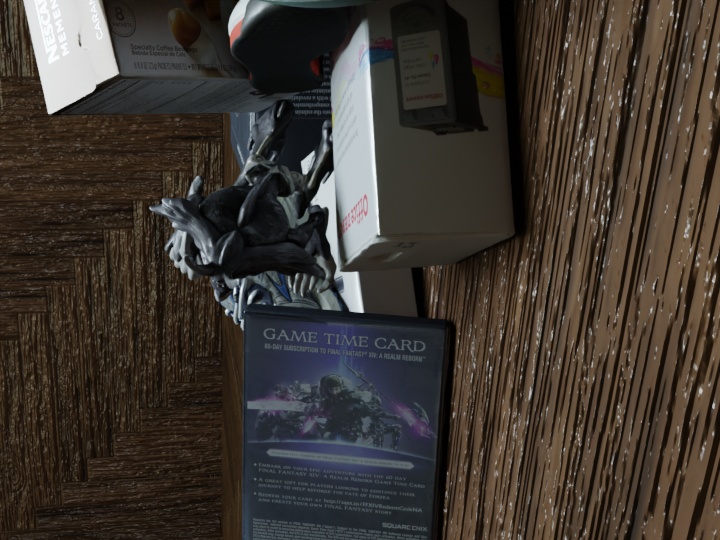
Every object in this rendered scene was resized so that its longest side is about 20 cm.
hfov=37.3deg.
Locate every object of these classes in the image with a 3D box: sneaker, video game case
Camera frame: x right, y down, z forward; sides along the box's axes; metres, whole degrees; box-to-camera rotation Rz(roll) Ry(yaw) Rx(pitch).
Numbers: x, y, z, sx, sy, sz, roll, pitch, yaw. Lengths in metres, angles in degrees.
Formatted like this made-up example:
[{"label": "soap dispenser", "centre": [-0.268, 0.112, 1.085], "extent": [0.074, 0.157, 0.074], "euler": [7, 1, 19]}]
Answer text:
[{"label": "sneaker", "centre": [-0.047, -0.178, 0.637], "extent": [0.201, 0.066, 0.110], "euler": [161, 106, -85]}, {"label": "video game case", "centre": [-0.014, 0.126, 0.753], "extent": [0.019, 0.140, 0.204], "euler": [-66, -21, -72]}, {"label": "sneaker", "centre": [-0.069, 0.026, 0.816], "extent": [0.078, 0.084, 0.202], "euler": [112, 146, -47]}]

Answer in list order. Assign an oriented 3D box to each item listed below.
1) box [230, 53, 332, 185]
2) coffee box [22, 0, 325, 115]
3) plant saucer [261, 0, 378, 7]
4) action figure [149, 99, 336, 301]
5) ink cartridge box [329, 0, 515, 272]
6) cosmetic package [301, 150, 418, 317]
[{"label": "box", "centre": [-0.051, -0.185, 0.948], "extent": [0.200, 0.122, 0.200], "euler": [-119, 31, -66]}, {"label": "coffee box", "centre": [-0.124, -0.173, 0.732], "extent": [0.079, 0.199, 0.116], "euler": [-16, 87, 37]}, {"label": "plant saucer", "centre": [0.005, -0.188, 0.531], "extent": [0.039, 0.198, 0.203], "euler": [66, -170, -49]}, {"label": "action figure", "centre": [-0.066, -0.030, 0.713], "extent": [0.201, 0.117, 0.103], "euler": [-64, -11, -52]}, {"label": "ink cartridge box", "centre": [0.029, -0.109, 0.642], "extent": [0.148, 0.084, 0.204], "euler": [145, 121, -79]}, {"label": "cosmetic package", "centre": [0.000, 0.000, 0.821], "extent": [0.082, 0.050, 0.204], "euler": [-27, 68, 61]}]
